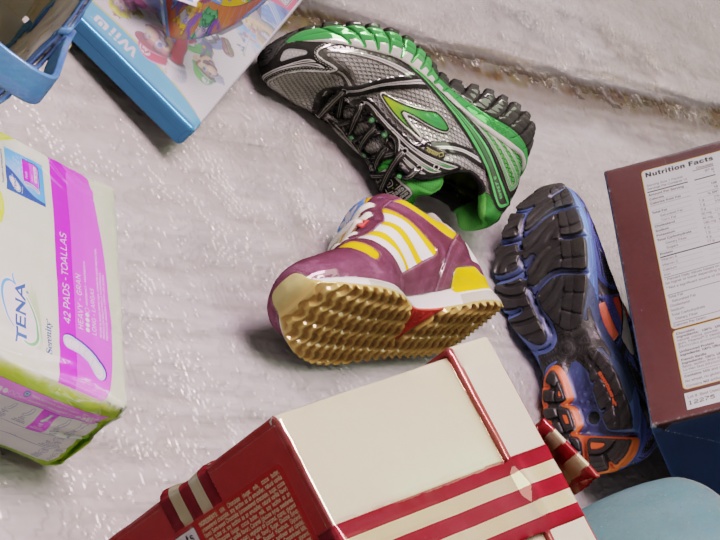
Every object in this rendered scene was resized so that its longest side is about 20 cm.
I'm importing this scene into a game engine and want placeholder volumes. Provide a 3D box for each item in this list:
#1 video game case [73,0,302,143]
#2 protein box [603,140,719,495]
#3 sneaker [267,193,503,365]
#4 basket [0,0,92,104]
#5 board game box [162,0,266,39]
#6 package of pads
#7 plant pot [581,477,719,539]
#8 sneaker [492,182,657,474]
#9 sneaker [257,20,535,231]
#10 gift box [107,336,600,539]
[{"bbox_3d":[-0.118,-0.172,1.525,0.143,0.018,0.200,45,34,-9],"label":"video game case"},{"bbox_3d":[0.255,0.050,1.651,0.199,0.135,0.200,61,19,-51],"label":"protein box"},{"bbox_3d":[0.000,0.000,1.499,0.200,0.075,0.090,8,48,-57],"label":"sneaker"},{"bbox_3d":[-0.210,-0.156,1.267,0.176,0.139,0.200,40,9,-6],"label":"basket"},{"bbox_3d":[-0.079,-0.233,1.468,0.039,0.158,0.200,26,41,-37],"label":"board game box"},{"bbox_3d":[-0.205,-0.004,1.232,0.200,0.068,0.155,27,41,-36],"label":"package of pads"},{"bbox_3d":[0.128,0.222,1.381,0.134,0.200,0.201,-8,66,-25],"label":"plant pot"},{"bbox_3d":[0.143,0.039,1.653,0.078,0.075,0.201,16,57,-56],"label":"sneaker"},{"bbox_3d":[0.023,-0.091,1.595,0.200,0.078,0.085,25,63,-25],"label":"sneaker"},{"bbox_3d":[0.012,0.166,1.271,0.187,0.184,0.200,-18,80,-47],"label":"gift box"}]
